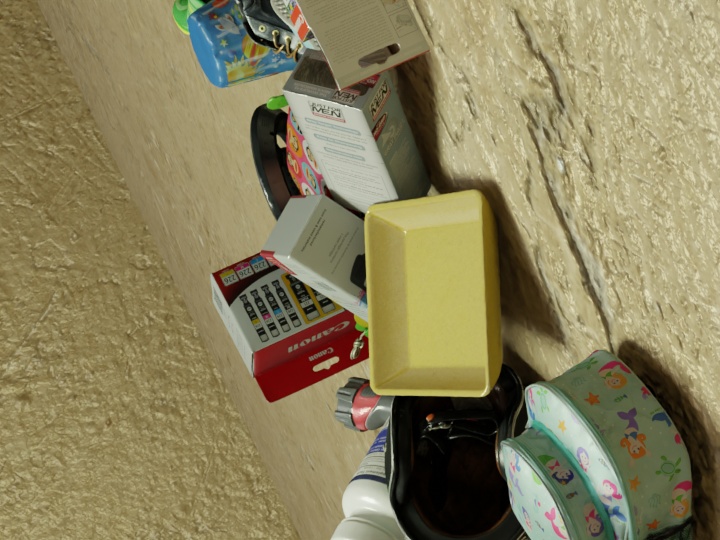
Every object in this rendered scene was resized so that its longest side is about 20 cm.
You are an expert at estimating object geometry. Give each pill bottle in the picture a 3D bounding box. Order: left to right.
[{"bbox_3d":[0.048,0.259,1.765,0.118,0.201,0.120,22,145,16],"label":"pill bottle"}]

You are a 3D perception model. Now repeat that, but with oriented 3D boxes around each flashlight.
[{"bbox_3d":[0.061,0.182,1.891,0.198,0.067,0.069,11,95,36],"label":"flashlight"}]

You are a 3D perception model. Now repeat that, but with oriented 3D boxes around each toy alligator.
[{"bbox_3d":[0.024,0.051,1.956,0.054,0.060,0.201,17,137,8],"label":"toy alligator"}]

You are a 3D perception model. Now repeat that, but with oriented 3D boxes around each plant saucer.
[{"bbox_3d":[0.082,0.026,1.570,0.199,0.048,0.203,-5,87,55],"label":"plant saucer"}]

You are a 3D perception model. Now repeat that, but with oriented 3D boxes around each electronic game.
[{"bbox_3d":[-0.092,-0.121,1.985,0.200,0.041,0.203,-18,-90,-73],"label":"electronic game"}]

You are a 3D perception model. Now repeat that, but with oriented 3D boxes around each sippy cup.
[{"bbox_3d":[-0.135,-0.288,1.853,0.178,0.129,0.141,49,159,46],"label":"sippy cup"}]

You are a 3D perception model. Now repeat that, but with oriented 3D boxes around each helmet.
[{"bbox_3d":[0.116,0.213,1.636,0.200,0.198,0.193,43,149,55],"label":"helmet"}]

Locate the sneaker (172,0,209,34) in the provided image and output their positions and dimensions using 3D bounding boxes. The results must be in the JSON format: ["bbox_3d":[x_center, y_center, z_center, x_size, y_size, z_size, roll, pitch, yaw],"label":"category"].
[{"bbox_3d":[-0.203,-0.366,2.094,0.199,0.074,0.084,22,138,57],"label":"sneaker"}]

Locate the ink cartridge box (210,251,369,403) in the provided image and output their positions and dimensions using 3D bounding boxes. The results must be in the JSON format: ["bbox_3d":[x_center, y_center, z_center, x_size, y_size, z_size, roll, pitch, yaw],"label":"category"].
[{"bbox_3d":[-0.075,0.053,2.040,0.177,0.198,0.084,59,164,23],"label":"ink cartridge box"}]

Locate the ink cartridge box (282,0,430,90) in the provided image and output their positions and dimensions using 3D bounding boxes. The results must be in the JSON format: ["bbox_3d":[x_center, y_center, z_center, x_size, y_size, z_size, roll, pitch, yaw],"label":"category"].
[{"bbox_3d":[-0.022,-0.281,1.502,0.202,0.108,0.050,65,165,3],"label":"ink cartridge box"}]

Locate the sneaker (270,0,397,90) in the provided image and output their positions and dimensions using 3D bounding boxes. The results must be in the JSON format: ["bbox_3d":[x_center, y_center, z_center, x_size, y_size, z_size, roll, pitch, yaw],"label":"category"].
[{"bbox_3d":[-0.015,-0.245,1.655,0.201,0.074,0.082,52,-169,27],"label":"sneaker"}]

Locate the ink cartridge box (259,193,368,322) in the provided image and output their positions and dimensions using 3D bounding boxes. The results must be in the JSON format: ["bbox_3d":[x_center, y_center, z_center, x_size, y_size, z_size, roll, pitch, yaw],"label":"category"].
[{"bbox_3d":[0.000,0.000,1.741,0.199,0.083,0.146,32,173,-16],"label":"ink cartridge box"}]

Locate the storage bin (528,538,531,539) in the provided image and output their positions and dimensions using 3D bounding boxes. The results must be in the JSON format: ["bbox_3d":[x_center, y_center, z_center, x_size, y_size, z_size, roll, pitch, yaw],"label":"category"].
[{"bbox_3d":[0.181,0.359,1.756,0.201,0.133,0.147,54,162,40],"label":"storage bin"}]

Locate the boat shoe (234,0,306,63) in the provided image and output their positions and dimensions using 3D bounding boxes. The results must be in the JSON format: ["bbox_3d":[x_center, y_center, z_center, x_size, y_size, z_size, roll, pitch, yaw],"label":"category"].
[{"bbox_3d":[-0.076,-0.266,1.752,0.202,0.090,0.071,63,168,12],"label":"boat shoe"}]

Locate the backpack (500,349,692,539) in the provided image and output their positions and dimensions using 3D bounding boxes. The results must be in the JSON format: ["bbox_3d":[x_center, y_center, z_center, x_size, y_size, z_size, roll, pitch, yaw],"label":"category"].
[{"bbox_3d":[0.212,0.180,1.353,0.178,0.149,0.202,53,156,44],"label":"backpack"}]

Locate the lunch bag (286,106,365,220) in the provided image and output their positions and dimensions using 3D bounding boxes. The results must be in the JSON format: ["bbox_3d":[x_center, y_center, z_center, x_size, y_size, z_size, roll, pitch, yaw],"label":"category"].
[{"bbox_3d":[-0.017,-0.108,1.836,0.177,0.081,0.201,56,166,21],"label":"lunch bag"}]

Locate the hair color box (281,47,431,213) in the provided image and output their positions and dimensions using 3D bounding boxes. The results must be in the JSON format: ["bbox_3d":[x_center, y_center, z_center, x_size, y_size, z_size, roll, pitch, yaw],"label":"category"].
[{"bbox_3d":[-0.001,-0.137,1.596,0.098,0.061,0.201,17,154,27],"label":"hair color box"}]
